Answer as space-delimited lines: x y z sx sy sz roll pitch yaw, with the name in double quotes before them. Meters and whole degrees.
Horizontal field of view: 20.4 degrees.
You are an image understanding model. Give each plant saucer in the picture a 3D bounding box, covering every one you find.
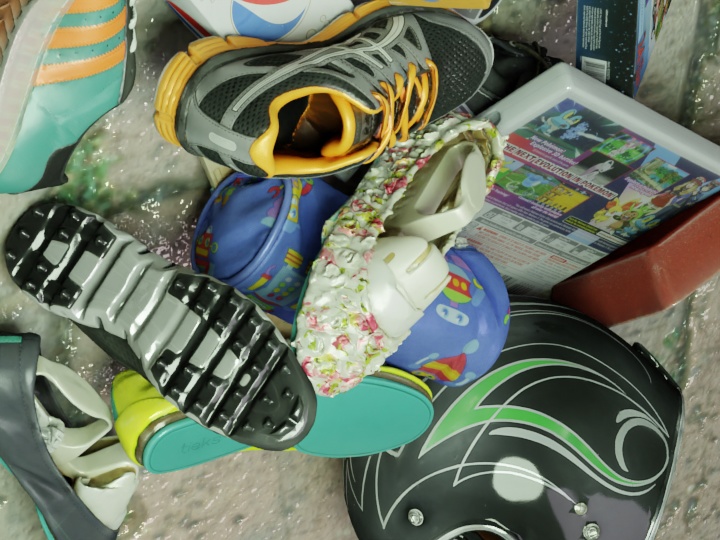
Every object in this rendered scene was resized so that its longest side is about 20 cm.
"plant saucer" 0.222 -0.030 1.315 0.199 0.200 0.037 -35 92 -19

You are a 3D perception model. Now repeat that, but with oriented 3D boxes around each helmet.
"helmet" 0.088 0.114 1.255 0.200 0.190 0.200 -159 -90 -88

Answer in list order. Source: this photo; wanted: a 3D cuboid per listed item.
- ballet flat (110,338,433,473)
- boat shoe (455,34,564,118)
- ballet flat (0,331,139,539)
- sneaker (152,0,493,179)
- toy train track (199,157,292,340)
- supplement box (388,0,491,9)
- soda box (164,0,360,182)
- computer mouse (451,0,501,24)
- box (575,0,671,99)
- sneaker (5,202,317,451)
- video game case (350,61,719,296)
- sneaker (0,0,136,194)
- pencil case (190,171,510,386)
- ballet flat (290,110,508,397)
"ballet flat" -0.051 0.069 1.133 0.200 0.067 0.067 -4 129 -34
"boat shoe" 0.095 -0.104 1.182 0.066 0.070 0.200 -24 148 23
"ballet flat" -0.162 0.103 1.104 0.073 0.073 0.200 -39 135 -15
"sneaker" -0.006 -0.085 1.021 0.200 0.077 0.078 -18 128 -34
"toy train track" -0.061 -0.011 1.155 0.115 0.033 0.200 -33 129 -16
"supplement box" 0.066 -0.231 1.035 0.200 0.069 0.067 -64 143 -21
"soda box" -0.048 -0.134 1.054 0.068 0.064 0.200 -48 138 -5
"computer mouse" 0.017 -0.201 1.080 0.200 0.044 0.110 43 73 -46
"box" 0.158 -0.216 1.130 0.200 0.038 0.137 84 25 -50
"sneaker" -0.091 0.033 1.042 0.067 0.200 0.090 -56 153 -4
"video game case" 0.106 -0.046 1.212 0.182 0.023 0.200 -31 149 29
"sneaker" -0.141 -0.127 0.975 0.080 0.071 0.200 8 118 -48
"pencil case" 0.000 0.000 1.129 0.200 0.078 0.087 23 72 -39
"ballet flat" 0.024 -0.018 1.051 0.076 0.064 0.200 56 43 -34
